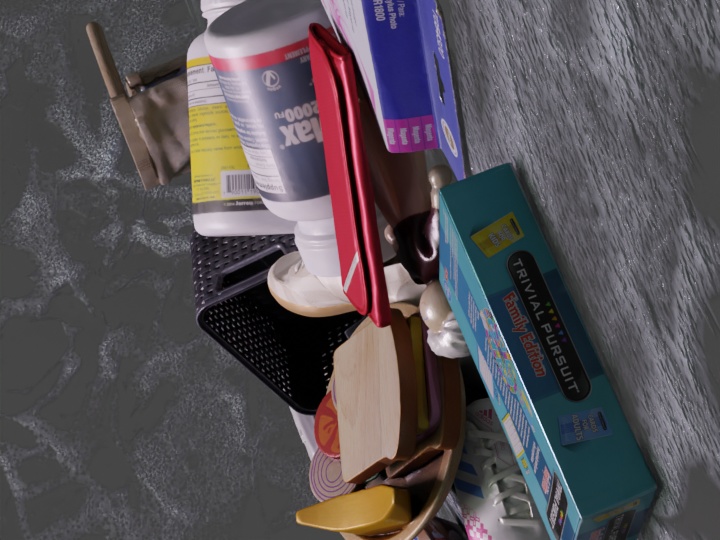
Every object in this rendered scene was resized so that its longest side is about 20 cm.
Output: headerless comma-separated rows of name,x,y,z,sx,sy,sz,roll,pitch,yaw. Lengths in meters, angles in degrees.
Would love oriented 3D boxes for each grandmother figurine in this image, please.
grandmother figurine,0.038,-0.034,1.423,0.121,0.060,0.201,110,139,-75

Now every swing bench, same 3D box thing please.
swing bench,-0.132,-0.175,1.906,0.200,0.198,0.130,-118,8,-58

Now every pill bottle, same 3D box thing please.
pill bottle,-0.082,-0.130,1.645,0.112,0.112,0.202,178,90,-85
pill bottle,-0.029,-0.104,1.528,0.120,0.119,0.201,-123,12,-68

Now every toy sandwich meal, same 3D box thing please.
toy sandwich meal,0.007,0.111,1.496,0.205,0.070,0.207,-24,61,54

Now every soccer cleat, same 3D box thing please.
soccer cleat,0.098,0.143,1.468,0.087,0.069,0.201,91,157,-49

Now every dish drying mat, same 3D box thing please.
dish drying mat,-0.010,-0.063,1.405,0.077,0.018,0.201,-129,27,-61

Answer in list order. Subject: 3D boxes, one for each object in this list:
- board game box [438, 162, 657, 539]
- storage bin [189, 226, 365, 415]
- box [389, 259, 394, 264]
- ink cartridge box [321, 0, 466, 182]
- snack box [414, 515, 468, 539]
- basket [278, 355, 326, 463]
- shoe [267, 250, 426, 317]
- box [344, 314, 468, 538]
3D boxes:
board game box,0.103,0.059,1.174,0.151,0.047,0.201,83,165,-71
storage bin,-0.045,0.025,1.787,0.200,0.135,0.094,44,-152,-46
box,0.025,-0.033,1.695,0.137,0.039,0.201,111,137,-82
ink cartridge box,0.008,-0.169,1.302,0.197,0.043,0.201,77,172,-57
snack box,0.094,0.242,1.681,0.072,0.024,0.200,56,-166,28
basket,-0.018,0.213,2.758,0.200,0.123,0.136,-116,7,-54
shoe,0.000,0.000,1.594,0.199,0.070,0.054,6,127,44
box,0.070,0.140,1.630,0.200,0.051,0.158,55,173,30
